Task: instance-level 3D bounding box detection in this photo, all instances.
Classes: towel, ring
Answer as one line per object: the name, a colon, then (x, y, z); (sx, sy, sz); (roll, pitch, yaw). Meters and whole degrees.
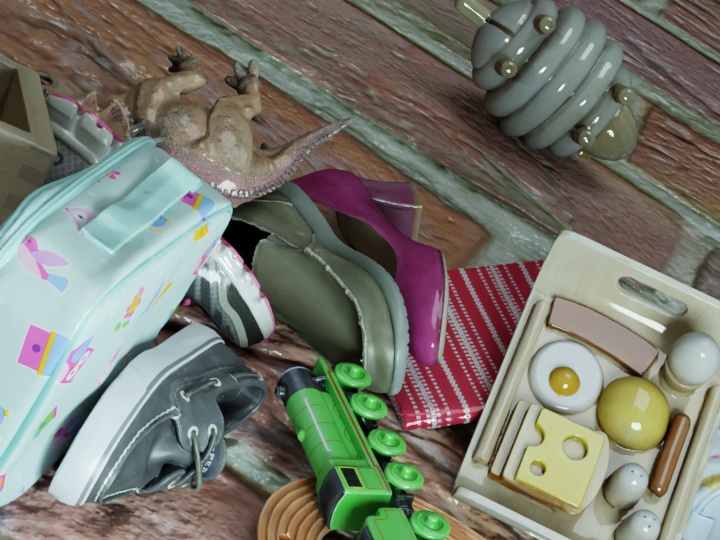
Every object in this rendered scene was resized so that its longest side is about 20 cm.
towel: (0.098, 0.046, 1.399); (0.199, 0.023, 0.145); (-6, 39, -18)
ring: (0.030, 0.182, 1.142); (0.200, 0.019, 0.201); (26, 23, -12)

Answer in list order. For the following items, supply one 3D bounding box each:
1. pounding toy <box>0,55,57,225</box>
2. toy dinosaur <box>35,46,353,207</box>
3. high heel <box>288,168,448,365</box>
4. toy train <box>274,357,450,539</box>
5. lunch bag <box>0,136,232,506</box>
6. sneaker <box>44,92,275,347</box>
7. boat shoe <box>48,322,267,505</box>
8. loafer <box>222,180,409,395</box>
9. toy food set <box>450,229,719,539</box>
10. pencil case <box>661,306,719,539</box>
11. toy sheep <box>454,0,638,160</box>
pounding toy: (-0.273, -0.052, 1.122); (0.183, 0.143, 0.200); (23, 14, -20)
toy dinosaur: (-0.110, -0.075, 1.351); (0.199, 0.086, 0.136); (12, 27, -1)
high heel: (0.000, 0.000, 1.373); (0.095, 0.068, 0.200); (1, 27, -9)
toy train: (0.002, 0.115, 1.168); (0.056, 0.042, 0.200); (5, 32, -26)
lunch bag: (-0.146, 0.018, 1.071); (0.077, 0.161, 0.200); (33, 25, 4)
sneaker: (-0.135, -0.012, 1.263); (0.200, 0.087, 0.074); (45, -2, -28)
boat shoe: (-0.098, 0.084, 1.127); (0.066, 0.070, 0.200); (32, 16, 5)
loafer: (-0.035, 0.016, 1.338); (0.069, 0.076, 0.200); (-12, 34, -26)
toy food set: (0.153, 0.086, 1.311); (0.143, 0.060, 0.201); (25, 59, 0)
pencil case: (0.211, 0.107, 1.421); (0.090, 0.083, 0.200); (20, 27, -33)
toy sheep: (0.160, -0.168, 1.836); (0.200, 0.138, 0.138); (45, 22, -10)
